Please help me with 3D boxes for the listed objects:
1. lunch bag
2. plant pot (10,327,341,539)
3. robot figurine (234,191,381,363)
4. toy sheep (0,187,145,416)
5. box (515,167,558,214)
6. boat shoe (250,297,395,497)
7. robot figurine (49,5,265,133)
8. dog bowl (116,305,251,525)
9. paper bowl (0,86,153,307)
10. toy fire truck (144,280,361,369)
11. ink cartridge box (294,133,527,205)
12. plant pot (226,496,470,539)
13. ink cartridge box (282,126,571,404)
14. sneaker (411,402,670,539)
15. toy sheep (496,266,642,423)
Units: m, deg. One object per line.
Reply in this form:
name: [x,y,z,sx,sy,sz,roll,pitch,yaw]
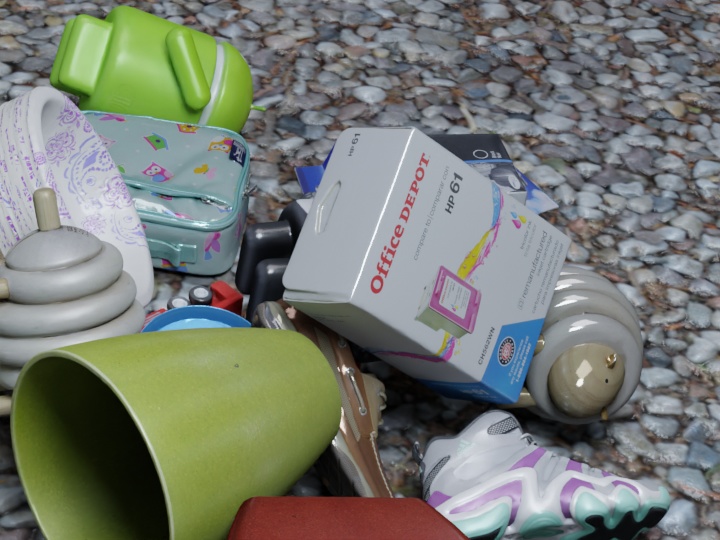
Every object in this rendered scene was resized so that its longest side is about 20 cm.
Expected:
lunch bag: [-0.194,-0.071,1.854,0.198,0.078,0.161,8,35,1]
plant pot: [-0.116,0.115,1.467,0.199,0.188,0.187,-22,46,-39]
robot figurine: [0.000,0.002,1.678,0.198,0.152,0.125,-4,-5,-19]
toy sheep: [-0.227,0.037,1.533,0.136,0.202,0.138,-5,22,2]
box: [0.071,-0.050,1.910,0.199,0.048,0.122,-16,44,-31]
boat shoe: [-0.011,0.105,1.576,0.071,0.201,0.076,-27,4,-20]
robot figurine: [-0.191,-0.179,1.952,0.198,0.117,0.175,18,-6,-18]
dog bowl: [-0.129,0.122,1.587,0.110,0.050,0.201,9,53,-5]
paper bowl: [-0.259,-0.040,1.682,0.104,0.201,0.201,-24,36,9]
toy fire truck: [-0.109,0.075,1.698,0.199,0.049,0.141,-27,50,-38]
ink cartridge box: [0.045,-0.083,1.879,0.198,0.039,0.100,-4,39,-15]
plant pot: [-0.013,0.256,1.360,0.198,0.201,0.177,1,28,-11]
ink cartridge box: [0.053,-0.003,1.562,0.199,0.146,0.084,31,-18,-37]
sneaker: [0.137,0.148,1.599,0.198,0.078,0.141,-3,55,-18]
toy sheep: [0.168,0.059,1.705,0.136,0.139,0.201,3,30,-9]
